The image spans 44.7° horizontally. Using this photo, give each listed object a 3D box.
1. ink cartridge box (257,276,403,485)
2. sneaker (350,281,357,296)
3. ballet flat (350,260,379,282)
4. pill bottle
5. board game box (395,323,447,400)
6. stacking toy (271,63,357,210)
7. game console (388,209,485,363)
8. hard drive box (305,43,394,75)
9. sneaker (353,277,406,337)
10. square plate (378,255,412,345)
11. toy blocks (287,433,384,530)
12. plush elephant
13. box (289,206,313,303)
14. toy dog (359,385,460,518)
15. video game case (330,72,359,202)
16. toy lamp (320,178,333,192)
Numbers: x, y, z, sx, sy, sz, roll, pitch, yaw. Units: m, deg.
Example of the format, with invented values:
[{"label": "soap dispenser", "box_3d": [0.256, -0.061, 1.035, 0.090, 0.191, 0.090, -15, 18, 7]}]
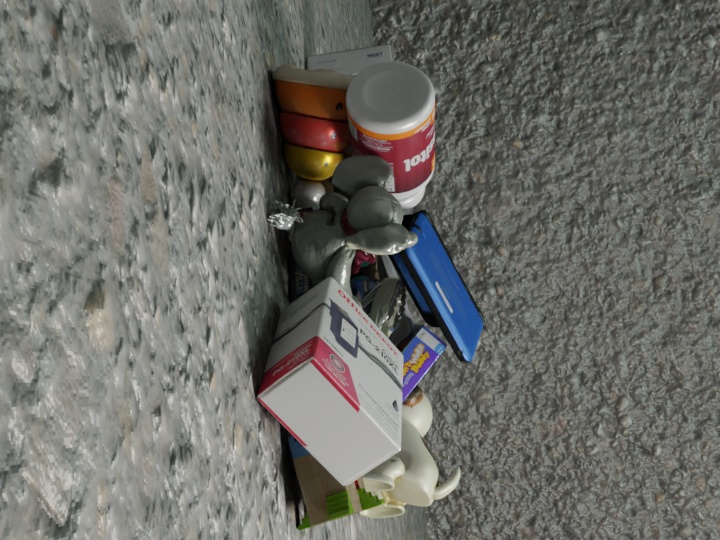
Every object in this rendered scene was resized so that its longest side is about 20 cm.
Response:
[{"label": "ink cartridge box", "box_3d": [-0.027, 0.117, 0.989, 0.145, 0.084, 0.200, 48, 18, -16]}, {"label": "sneaker", "box_3d": [-0.030, 0.121, 1.289, 0.115, 0.080, 0.201, 73, 18, -76]}, {"label": "ballet flat", "box_3d": [0.000, 0.000, 1.344, 0.075, 0.067, 0.201, -39, 120, -81]}, {"label": "pill bottle", "box_3d": [0.043, -0.169, 1.162, 0.200, 0.112, 0.113, 82, 4, -59]}, {"label": "board game box", "box_3d": [0.062, 0.146, 1.306, 0.045, 0.135, 0.200, 39, -3, 1]}, {"label": "stacking toy", "box_3d": [-0.059, -0.176, 1.211, 0.146, 0.145, 0.201, -68, 166, -77]}, {"label": "game console", "box_3d": [0.084, 0.027, 1.262, 0.201, 0.118, 0.171, 59, 29, -16]}, {"label": "hard drive box", "box_3d": [-0.008, -0.278, 1.519, 0.077, 0.155, 0.201, 65, 20, -71]}, {"label": "sneaker", "box_3d": [-0.005, 0.096, 1.197, 0.077, 0.085, 0.201, 67, 40, -50]}, {"label": "square plate", "box_3d": [0.020, 0.039, 1.419, 0.198, 0.028, 0.201, -50, -124, 59]}, {"label": "toy blocks", "box_3d": [-0.040, 0.227, 1.046, 0.200, 0.099, 0.137, 58, 14, -75]}, {"label": "plush elephant", "box_3d": [-0.002, -0.049, 1.103, 0.200, 0.154, 0.165, 44, 37, -53]}, {"label": "box", "box_3d": [-0.067, 0.027, 1.192, 0.110, 0.035, 0.201, 71, 13, -61]}, {"label": "toy dog", "box_3d": [0.065, 0.284, 1.455, 0.140, 0.193, 0.201, 59, 28, -44]}, {"label": "video game case", "box_3d": [-0.035, -0.190, 1.351, 0.200, 0.024, 0.183, -6, -88, 65]}, {"label": "toy lamp", "box_3d": [-0.048, -0.117, 1.297, 0.058, 0.058, 0.201, 73, -4, -58]}]
